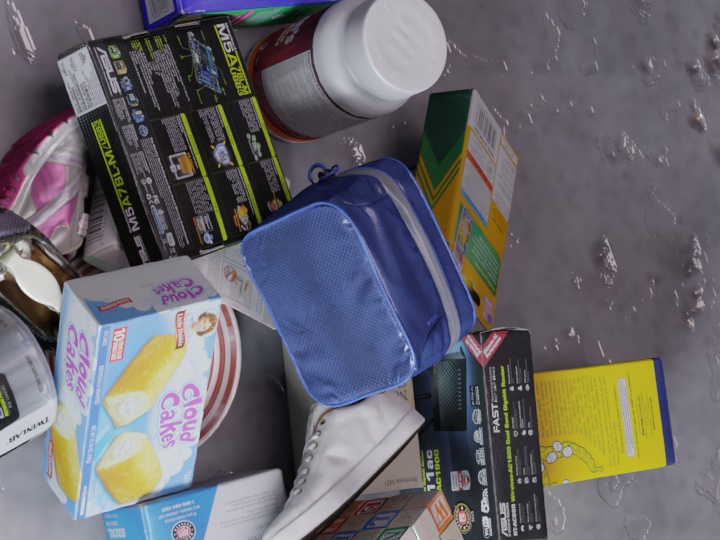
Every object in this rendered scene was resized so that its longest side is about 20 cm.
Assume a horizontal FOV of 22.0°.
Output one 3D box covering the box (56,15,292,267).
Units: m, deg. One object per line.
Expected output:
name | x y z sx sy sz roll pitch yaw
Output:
box | -0.154 -0.112 1.607 0.193 0.047 0.201 -23 93 -55

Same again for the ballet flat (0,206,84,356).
ballet flat | -0.249 0.027 1.513 0.200 0.072 0.072 49 57 -43

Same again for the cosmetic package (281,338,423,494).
cosmetic package | -0.010 0.108 1.721 0.103 0.073 0.202 -4 84 -33

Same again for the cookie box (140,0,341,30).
cookie box | -0.112 -0.315 1.716 0.199 0.075 0.173 -10 88 -34

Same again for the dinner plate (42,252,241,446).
dinner plate | -0.196 0.071 1.633 0.199 0.024 0.202 6 78 -33

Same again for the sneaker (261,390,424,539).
sneaker | -0.034 0.170 1.620 0.085 0.073 0.200 43 54 6

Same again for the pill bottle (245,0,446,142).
pill bottle | -0.014 -0.186 1.686 0.109 0.199 0.111 6 79 -33

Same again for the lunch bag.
lunch bag | 0.000 0.000 1.617 0.132 0.135 0.201 -34 102 -51

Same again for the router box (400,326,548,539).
router box | 0.098 0.159 1.738 0.062 0.149 0.202 0 82 -33

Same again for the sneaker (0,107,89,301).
sneaker | -0.269 -0.054 1.575 0.088 0.081 0.201 40 71 -23

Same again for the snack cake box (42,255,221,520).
snack cake box | -0.188 0.096 1.516 0.114 0.067 0.201 -12 130 -33

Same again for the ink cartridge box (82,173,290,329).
ink cartridge box | -0.151 -0.049 1.658 0.200 0.050 0.162 31 53 -42

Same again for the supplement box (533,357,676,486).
supplement box | 0.198 0.153 1.831 0.199 0.109 0.110 -4 85 -34

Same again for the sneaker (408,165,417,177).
sneaker | 0.040 -0.050 1.772 0.200 0.082 0.071 -36 103 -37

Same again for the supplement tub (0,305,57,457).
supplement tub | -0.350 0.116 1.463 0.199 0.122 0.123 -31 100 -33

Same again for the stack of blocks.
stack of blocks | -0.009 0.268 1.575 0.200 0.115 0.059 -42 113 -49

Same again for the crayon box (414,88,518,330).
crayon box | 0.095 -0.054 1.766 0.126 0.051 0.201 50 43 -51

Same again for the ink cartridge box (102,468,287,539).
ink cartridge box | -0.127 0.286 1.608 0.144 0.083 0.202 -11 88 -36
